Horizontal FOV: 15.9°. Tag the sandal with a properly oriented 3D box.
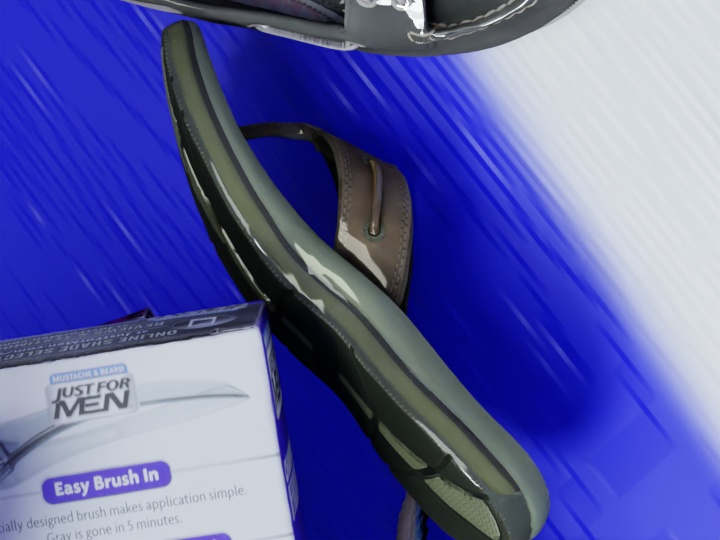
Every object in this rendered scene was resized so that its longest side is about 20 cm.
[{"bbox_3d":[0.000,0.001,0.820,0.201,0.057,0.080,51,166,14],"label":"sandal"}]

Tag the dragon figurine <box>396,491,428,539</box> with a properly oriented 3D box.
[{"bbox_3d":[0.053,0.154,0.813,0.059,0.099,0.200,-52,31,41],"label":"dragon figurine"}]

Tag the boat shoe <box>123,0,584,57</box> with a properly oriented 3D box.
[{"bbox_3d":[-0.021,-0.099,0.805,0.200,0.057,0.067,9,108,35],"label":"boat shoe"}]

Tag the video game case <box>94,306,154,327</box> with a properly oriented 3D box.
[{"bbox_3d":[-0.122,0.135,0.857,0.181,0.036,0.200,-19,96,1],"label":"video game case"}]

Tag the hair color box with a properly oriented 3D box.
[{"bbox_3d":[-0.067,0.117,0.806,0.109,0.065,0.201,-8,98,2],"label":"hair color box"}]
